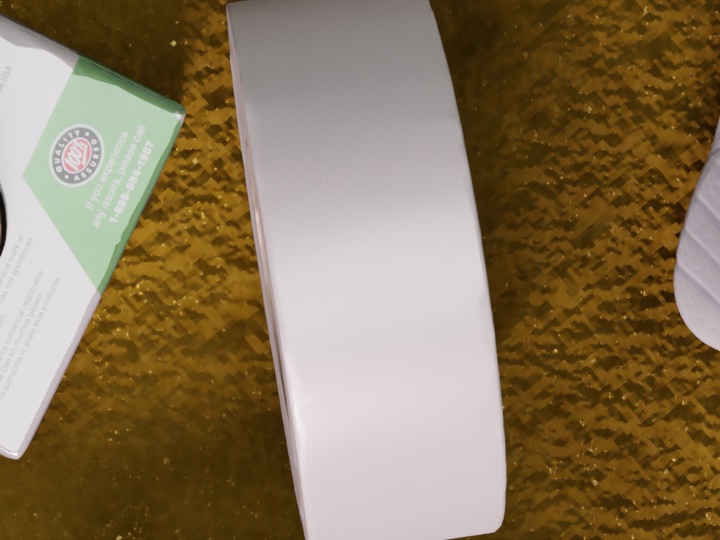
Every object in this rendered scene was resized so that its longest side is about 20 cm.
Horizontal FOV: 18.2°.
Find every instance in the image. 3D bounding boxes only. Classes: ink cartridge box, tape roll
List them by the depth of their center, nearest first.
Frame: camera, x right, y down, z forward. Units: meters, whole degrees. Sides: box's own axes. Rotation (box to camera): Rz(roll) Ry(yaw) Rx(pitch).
[{"bbox_3d":[0.000,0.000,0.804,0.071,0.202,0.203,-9,96,-4],"label":"tape roll"},{"bbox_3d":[-0.184,-0.040,0.843,0.199,0.088,0.146,26,92,-8],"label":"ink cartridge box"}]

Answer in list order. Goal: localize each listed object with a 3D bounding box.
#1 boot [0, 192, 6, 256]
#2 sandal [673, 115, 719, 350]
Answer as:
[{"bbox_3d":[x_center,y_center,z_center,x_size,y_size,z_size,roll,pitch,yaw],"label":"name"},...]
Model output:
[{"bbox_3d":[-0.177,-0.081,0.729,0.077,0.138,0.200,-33,94,-2],"label":"boot"},{"bbox_3d":[0.178,-0.061,0.880,0.079,0.059,0.207,23,83,22],"label":"sandal"}]
